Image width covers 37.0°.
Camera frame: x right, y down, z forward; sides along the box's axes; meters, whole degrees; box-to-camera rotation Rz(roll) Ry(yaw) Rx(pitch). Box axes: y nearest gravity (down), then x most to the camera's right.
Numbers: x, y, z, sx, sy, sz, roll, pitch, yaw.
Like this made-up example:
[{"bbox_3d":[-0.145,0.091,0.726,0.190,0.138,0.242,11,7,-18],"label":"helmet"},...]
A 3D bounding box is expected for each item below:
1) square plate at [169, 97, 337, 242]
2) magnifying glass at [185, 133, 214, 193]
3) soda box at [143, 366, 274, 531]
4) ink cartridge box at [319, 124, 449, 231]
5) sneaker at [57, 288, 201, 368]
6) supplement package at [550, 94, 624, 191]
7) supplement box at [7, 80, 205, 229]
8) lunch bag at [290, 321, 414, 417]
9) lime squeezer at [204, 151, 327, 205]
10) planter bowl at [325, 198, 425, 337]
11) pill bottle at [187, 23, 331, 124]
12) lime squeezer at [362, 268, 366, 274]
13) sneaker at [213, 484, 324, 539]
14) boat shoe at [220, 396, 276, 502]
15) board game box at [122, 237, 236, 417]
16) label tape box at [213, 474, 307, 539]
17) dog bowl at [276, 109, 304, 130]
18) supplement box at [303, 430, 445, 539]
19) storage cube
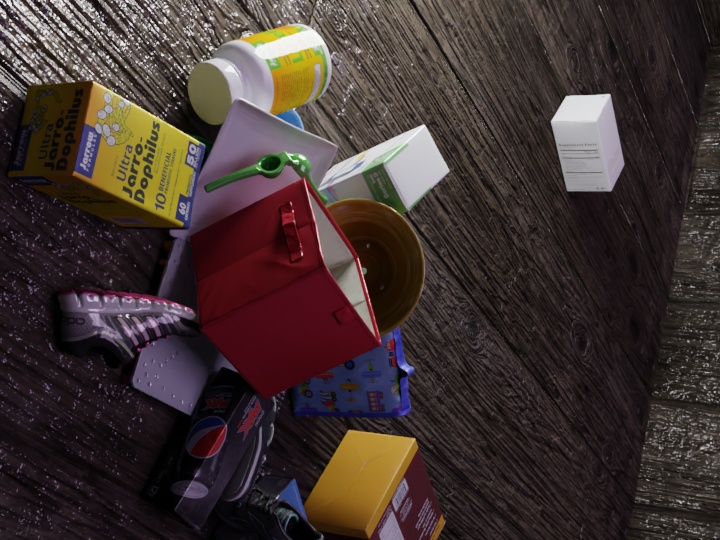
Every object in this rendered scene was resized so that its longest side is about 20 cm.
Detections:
[{"bbox_3d":[-0.145,-0.114,1.450,0.198,0.028,0.200,20,102,-46],"label":"square plate"},{"bbox_3d":[-0.184,-0.145,1.440,0.198,0.022,0.081,-12,114,-42],"label":"magnifying glass"},{"bbox_3d":[-0.198,0.233,1.419,0.202,0.063,0.071,-60,142,-23],"label":"soda box"},{"bbox_3d":[0.014,-0.127,1.645,0.088,0.198,0.145,58,42,-12],"label":"ink cartridge box"},{"bbox_3d":[-0.277,0.074,1.295,0.198,0.073,0.089,9,92,-44],"label":"sneaker"},{"bbox_3d":[0.552,-0.308,2.608,0.122,0.118,0.202,-53,135,-41],"label":"supplement package"},{"bbox_3d":[-0.287,-0.127,1.242,0.199,0.108,0.111,26,70,-56],"label":"supplement box"},{"bbox_3d":[-0.010,0.143,1.629,0.094,0.197,0.153,-29,116,-53],"label":"lunch bag"},{"bbox_3d":[-0.112,-0.127,1.422,0.198,0.071,0.038,3,55,-42],"label":"lime squeezer"},{"bbox_3d":[0.000,0.000,1.571,0.083,0.196,0.205,6,87,-81],"label":"planter bowl"},{"bbox_3d":[-0.139,-0.264,1.470,0.199,0.110,0.113,-31,117,-47],"label":"pill bottle"},{"bbox_3d":[-0.017,-0.007,1.730,0.199,0.070,0.038,-12,119,-57],"label":"lime squeezer"},{"bbox_3d":[-0.125,0.330,1.469,0.075,0.199,0.080,-43,165,-45],"label":"sneaker"},{"bbox_3d":[-0.151,0.236,1.487,0.060,0.075,0.202,51,35,-40],"label":"boat shoe"},{"bbox_3d":[-0.223,0.088,1.440,0.200,0.025,0.203,40,58,-53],"label":"board game box"},{"bbox_3d":[-0.151,0.413,1.543,0.200,0.062,0.146,-44,128,-48],"label":"label tape box"},{"bbox_3d":[-0.134,-0.150,1.551,0.111,0.049,0.203,39,58,-52],"label":"dog bowl"},{"bbox_3d":[0.023,0.409,1.764,0.198,0.131,0.202,-55,135,-42],"label":"supplement box"},{"bbox_3d":[-0.098,0.027,1.393,0.201,0.177,0.173,56,13,-45],"label":"storage cube"}]
